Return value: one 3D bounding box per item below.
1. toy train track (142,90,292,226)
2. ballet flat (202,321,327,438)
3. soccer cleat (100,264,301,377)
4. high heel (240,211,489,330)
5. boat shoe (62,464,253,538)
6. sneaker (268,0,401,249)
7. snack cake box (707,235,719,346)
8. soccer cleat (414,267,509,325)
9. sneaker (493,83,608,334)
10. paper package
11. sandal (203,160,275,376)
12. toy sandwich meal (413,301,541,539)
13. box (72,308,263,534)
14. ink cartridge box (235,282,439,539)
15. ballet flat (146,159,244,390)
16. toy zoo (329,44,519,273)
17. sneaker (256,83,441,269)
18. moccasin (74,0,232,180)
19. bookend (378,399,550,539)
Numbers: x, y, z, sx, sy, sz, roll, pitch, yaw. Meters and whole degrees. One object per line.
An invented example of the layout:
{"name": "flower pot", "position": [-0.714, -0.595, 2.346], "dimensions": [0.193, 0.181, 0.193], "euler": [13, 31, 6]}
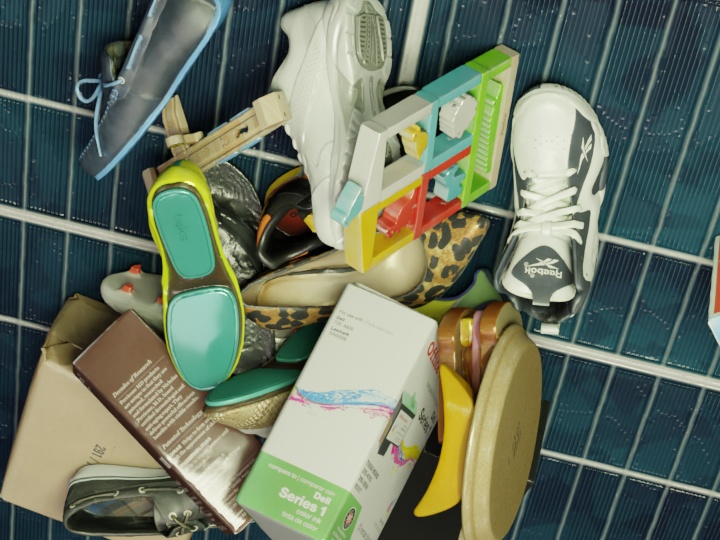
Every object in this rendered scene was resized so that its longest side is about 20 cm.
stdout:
{"name": "toy train track", "position": [-0.126, -0.097, 1.465], "dimensions": [0.200, 0.032, 0.115], "euler": [-25, 81, 48]}
{"name": "ballet flat", "position": [-0.062, 0.103, 1.523], "dimensions": [0.070, 0.200, 0.065], "euler": [2, 110, 32]}
{"name": "soccer cleat", "position": [-0.138, 0.056, 1.624], "dimensions": [0.200, 0.069, 0.078], "euler": [17, 119, -4]}
{"name": "high heel", "position": [0.000, 0.000, 1.500], "dimensions": [0.200, 0.142, 0.072], "euler": [-27, 74, 35]}
{"name": "boat shoe", "position": [-0.170, 0.212, 1.635], "dimensions": [0.200, 0.057, 0.069], "euler": [-2, 128, 13]}
{"name": "sneaker", "position": [-0.027, -0.115, 1.425], "dimensions": [0.099, 0.078, 0.200], "euler": [-2, 85, 37]}
{"name": "snack cake box", "position": [0.378, 0.004, 1.425], "dimensions": [0.200, 0.115, 0.067], "euler": [-16, 123, 25]}
{"name": "soccer cleat", "position": [0.045, 0.053, 1.595], "dimensions": [0.200, 0.065, 0.084], "euler": [-20, 91, 32]}
{"name": "sneaker", "position": [0.150, -0.037, 1.440], "dimensions": [0.079, 0.130, 0.199], "euler": [7, 129, 8]}
{"name": "paper package", "position": [-0.218, 0.148, 1.697], "dimensions": [0.190, 0.104, 0.200], "euler": [22, 129, -4]}
{"name": "sandal", "position": [-0.109, -0.004, 1.551], "dimensions": [0.075, 0.048, 0.201], "euler": [-14, 105, -3]}
{"name": "toy sandwich meal", "position": [0.092, 0.123, 1.461], "dimensions": [0.070, 0.205, 0.205], "euler": [9, 130, 17]}
{"name": "box", "position": [-0.153, 0.131, 1.553], "dimensions": [0.200, 0.075, 0.100], "euler": [48, 168, 1]}
{"name": "ink cartridge box", "position": [-0.006, 0.131, 1.471], "dimensions": [0.084, 0.200, 0.145], "euler": [23, 164, 19]}
{"name": "ballet flat", "position": [-0.131, 0.000, 1.476], "dimensions": [0.067, 0.067, 0.200], "euler": [-6, 121, 1]}
{"name": "toy zoo", "position": [0.045, -0.081, 1.397], "dimensions": [0.020, 0.200, 0.131], "euler": [32, 136, 28]}
{"name": "sneaker", "position": [-0.010, -0.067, 1.481], "dimensions": [0.070, 0.090, 0.200], "euler": [41, 126, -19]}
{"name": "moccasin", "position": [-0.177, -0.163, 1.467], "dimensions": [0.068, 0.080, 0.200], "euler": [34, 114, -8]}
{"name": "bookend", "position": [0.034, 0.165, 1.631], "dimensions": [0.200, 0.092, 0.199], "euler": [22, 140, -7]}
